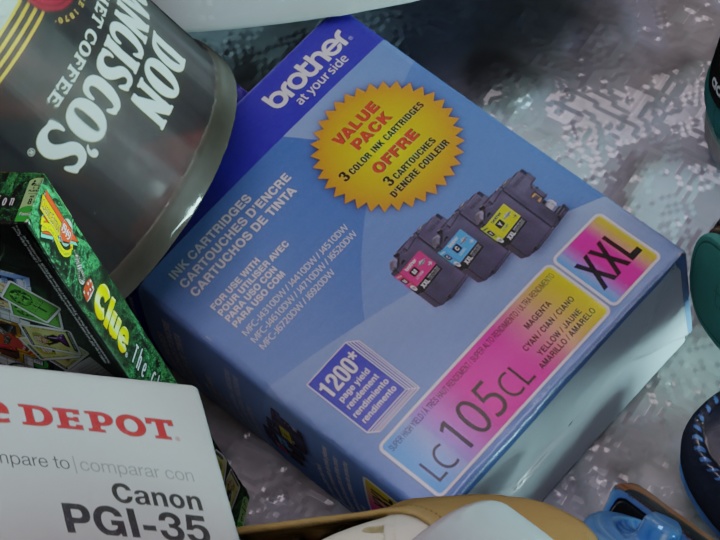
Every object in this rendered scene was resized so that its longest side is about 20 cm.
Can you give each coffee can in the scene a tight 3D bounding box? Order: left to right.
[{"bbox_3d":[-0.161,-0.078,0.813,0.146,0.200,0.147,-33,33,25],"label":"coffee can"}]

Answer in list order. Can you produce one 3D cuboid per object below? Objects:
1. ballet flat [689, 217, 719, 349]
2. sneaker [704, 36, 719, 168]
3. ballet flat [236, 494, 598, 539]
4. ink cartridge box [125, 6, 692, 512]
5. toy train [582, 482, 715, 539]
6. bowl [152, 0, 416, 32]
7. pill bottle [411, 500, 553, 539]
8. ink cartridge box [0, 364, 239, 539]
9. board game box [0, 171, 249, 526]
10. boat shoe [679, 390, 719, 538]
[{"bbox_3d":[0.167,0.040,0.768,0.075,0.068,0.200,-3,32,-11],"label":"ballet flat"},{"bbox_3d":[0.205,-0.118,0.904,0.071,0.080,0.200,37,72,24],"label":"sneaker"},{"bbox_3d":[-0.012,0.109,0.769,0.200,0.063,0.069,-14,74,42],"label":"ballet flat"},{"bbox_3d":[0.000,0.000,0.874,0.200,0.076,0.136,36,72,25],"label":"ink cartridge box"},{"bbox_3d":[0.134,0.142,0.750,0.200,0.114,0.087,35,108,38],"label":"toy train"},{"bbox_3d":[-0.011,-0.183,0.936,0.199,0.075,0.200,-10,37,3],"label":"bowl"},{"bbox_3d":[0.082,0.157,0.636,0.200,0.116,0.116,38,72,24],"label":"pill bottle"},{"bbox_3d":[-0.103,0.126,0.695,0.146,0.083,0.200,8,47,-34],"label":"ink cartridge box"},{"bbox_3d":[-0.115,0.032,0.790,0.104,0.200,0.024,0,57,18],"label":"board game box"},{"bbox_3d":[0.197,0.090,0.799,0.200,0.069,0.084,29,69,21],"label":"boat shoe"}]
